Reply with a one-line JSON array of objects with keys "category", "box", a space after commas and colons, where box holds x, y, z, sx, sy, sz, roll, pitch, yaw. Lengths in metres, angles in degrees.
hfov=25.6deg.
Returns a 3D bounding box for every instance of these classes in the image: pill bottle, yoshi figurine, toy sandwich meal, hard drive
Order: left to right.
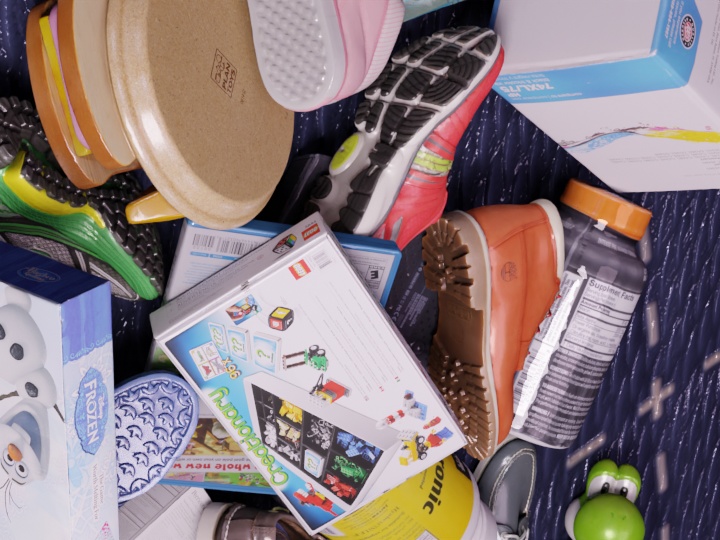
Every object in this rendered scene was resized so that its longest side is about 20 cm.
[{"category": "toy sandwich meal", "box": [-0.114, -0.112, 0.960, 0.205, 0.070, 0.206, 27, 59, -57]}, {"category": "hard drive", "box": [0.000, 0.000, 1.145, 0.200, 0.042, 0.135, 25, 94, -43]}, {"category": "pill bottle", "box": [0.022, 0.170, 1.203, 0.111, 0.111, 0.200, -52, 135, -6]}, {"category": "pill bottle", "box": [0.158, 0.030, 1.248, 0.106, 0.106, 0.201, 16, 101, -43]}, {"category": "yoshi figurine", "box": [0.204, 0.270, 1.411, 0.112, 0.112, 0.201, 2, 107, -33]}]

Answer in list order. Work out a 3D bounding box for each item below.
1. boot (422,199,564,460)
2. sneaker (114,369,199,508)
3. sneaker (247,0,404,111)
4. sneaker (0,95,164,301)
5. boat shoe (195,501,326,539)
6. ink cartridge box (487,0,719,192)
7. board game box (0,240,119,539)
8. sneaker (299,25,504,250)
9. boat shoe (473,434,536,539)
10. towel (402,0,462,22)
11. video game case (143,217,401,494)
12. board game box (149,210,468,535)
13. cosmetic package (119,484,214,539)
[{"category": "boot", "box": [0.108, 0.043, 1.171, 0.107, 0.075, 0.201, -18, 120, -30]}, {"category": "sneaker", "box": [-0.185, 0.135, 1.022, 0.200, 0.078, 0.070, -44, 103, 1]}, {"category": "sneaker", "box": [-0.026, -0.203, 0.998, 0.105, 0.075, 0.201, -17, 102, -60]}, {"category": "sneaker", "box": [-0.189, -0.034, 0.965, 0.085, 0.078, 0.200, -25, 144, 18]}, {"category": "boat shoe", "box": [-0.047, 0.219, 1.145, 0.200, 0.059, 0.072, 50, 43, -51]}, {"category": "ink cartridge box", "box": [0.209, -0.163, 1.135, 0.200, 0.146, 0.147, 33, 65, -44]}, {"category": "board game box", "box": [-0.222, 0.073, 0.889, 0.043, 0.199, 0.200, -29, 130, -49]}, {"category": "sneaker", "box": [0.035, -0.076, 1.075, 0.200, 0.077, 0.085, -54, 136, -2]}, {"category": "boat shoe", "box": [0.124, 0.235, 1.354, 0.073, 0.062, 0.201, -3, 113, -39]}, {"category": "towel", "box": [0.034, -0.261, 1.029, 0.146, 0.022, 0.201, -21, 125, -8]}, {"category": "video game case", "box": [-0.068, 0.060, 1.040, 0.143, 0.018, 0.201, 8, 118, -20]}, {"category": "board game box", "box": [-0.030, 0.072, 1.024, 0.126, 0.035, 0.200, -31, 123, 4]}, {"category": "cosmetic package", "box": [-0.120, 0.230, 1.156, 0.083, 0.051, 0.200, -41, 132, -17]}]
